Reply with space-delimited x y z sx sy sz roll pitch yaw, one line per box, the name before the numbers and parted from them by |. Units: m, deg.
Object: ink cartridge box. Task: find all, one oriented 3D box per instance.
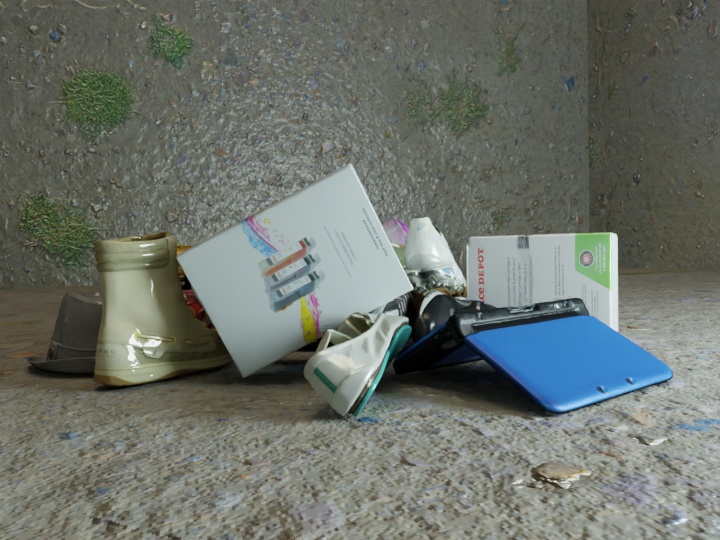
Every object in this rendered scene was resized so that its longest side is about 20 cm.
ink cartridge box | -0.069 -0.004 0.651 0.200 0.145 0.145 -27 6 0
ink cartridge box | 0.263 0.021 0.860 0.200 0.146 0.084 0 3 29

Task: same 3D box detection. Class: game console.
game console | 0.164 0.098 0.586 0.200 0.119 0.171 -3 -29 -36

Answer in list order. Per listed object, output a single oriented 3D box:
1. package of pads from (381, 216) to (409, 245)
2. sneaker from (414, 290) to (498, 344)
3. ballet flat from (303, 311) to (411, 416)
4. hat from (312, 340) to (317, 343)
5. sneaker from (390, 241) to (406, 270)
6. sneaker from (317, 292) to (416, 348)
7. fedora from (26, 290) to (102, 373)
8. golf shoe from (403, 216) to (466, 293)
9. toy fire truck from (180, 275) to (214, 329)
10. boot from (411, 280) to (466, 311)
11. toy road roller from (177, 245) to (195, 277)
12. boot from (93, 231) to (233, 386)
package of pads | 0.030 -0.011 1.192 0.200 0.076 0.120 -38 -33 13
sneaker | 0.140 0.066 0.765 0.087 0.076 0.200 7 6 30
ballet flat | 0.001 0.069 0.543 0.069 0.070 0.200 -1 8 15
hat | -0.062 0.061 0.863 0.200 0.081 0.201 -2 3 0
sneaker | 0.000 0.000 0.891 0.200 0.067 0.090 8 32 -20
sneaker | 0.007 0.071 0.744 0.115 0.076 0.200 -13 -8 14
fedora | -0.315 0.067 0.735 0.176 0.091 0.200 -3 2 -34
golf shoe | 0.098 -0.019 0.793 0.078 0.098 0.200 -6 -7 9
toy fire truck | -0.196 0.049 0.877 0.176 0.129 0.200 -3 10 -44
boot | 0.154 0.050 0.977 0.155 0.073 0.200 -2 -2 -2
toy road roller | -0.324 0.025 1.136 0.123 0.146 0.200 -3 2 -26
boot | -0.205 0.035 0.661 0.073 0.156 0.200 -1 2 33
